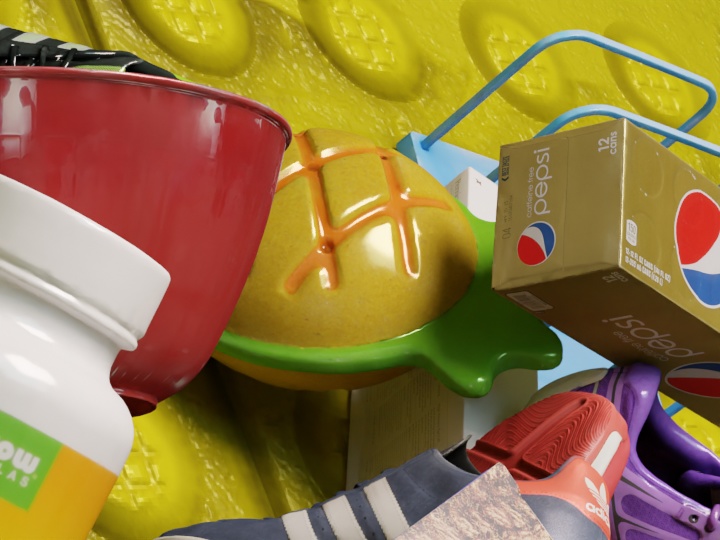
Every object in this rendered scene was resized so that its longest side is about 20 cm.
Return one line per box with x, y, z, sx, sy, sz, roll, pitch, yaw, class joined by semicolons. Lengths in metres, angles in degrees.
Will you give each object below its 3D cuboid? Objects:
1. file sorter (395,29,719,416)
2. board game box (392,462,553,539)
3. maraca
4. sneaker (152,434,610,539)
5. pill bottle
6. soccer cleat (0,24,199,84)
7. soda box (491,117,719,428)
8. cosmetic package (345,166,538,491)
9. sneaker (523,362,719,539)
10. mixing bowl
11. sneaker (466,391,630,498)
0.126;0.001;1.338;0.139;0.123;0.200;16;47;-38;file sorter
0.010;0.195;0.955;0.160;0.200;0.097;53;34;6;board game box
0.000;0.000;1.171;0.199;0.107;0.137;14;46;16;maraca
0.009;0.106;1.048;0.075;0.199;0.085;61;40;-41;sneaker
-0.144;0.071;0.889;0.111;0.111;0.200;31;81;-25;pill bottle
-0.137;-0.073;1.096;0.199;0.081;0.068;9;79;-31;soccer cleat
0.138;0.007;1.152;0.200;0.064;0.068;30;57;-47;soda box
0.039;0.053;1.226;0.051;0.083;0.200;31;39;-25;cosmetic package
0.142;0.130;1.155;0.200;0.083;0.081;59;30;-13;sneaker
-0.125;-0.001;1.025;0.200;0.200;0.109;11;75;-43;mixing bowl
0.064;0.154;1.110;0.115;0.200;0.078;42;-6;-30;sneaker
